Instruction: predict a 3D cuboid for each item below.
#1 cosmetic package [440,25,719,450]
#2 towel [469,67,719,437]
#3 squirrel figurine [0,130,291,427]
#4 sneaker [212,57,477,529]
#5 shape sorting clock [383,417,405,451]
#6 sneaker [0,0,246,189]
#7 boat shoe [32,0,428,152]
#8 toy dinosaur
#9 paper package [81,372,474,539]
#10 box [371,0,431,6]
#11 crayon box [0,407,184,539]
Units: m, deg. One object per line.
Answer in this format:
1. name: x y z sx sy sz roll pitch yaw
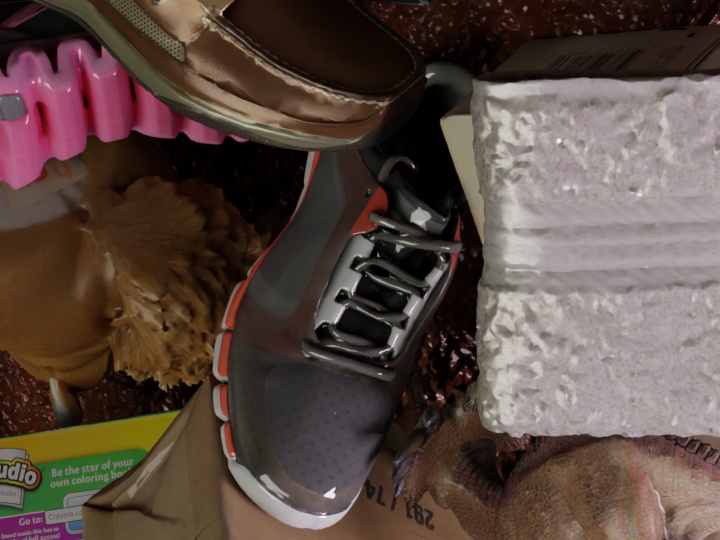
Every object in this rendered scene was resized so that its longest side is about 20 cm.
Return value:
1. cosmetic package: 0.117 0.011 0.928 0.103 0.073 0.201 -1 119 41
2. towel: 0.138 -0.005 0.831 0.198 0.034 0.134 -1 102 1
3. squirrel figurine: -0.116 0.008 1.061 0.199 0.142 0.187 19 155 12
4. sneaker: 0.000 0.000 0.924 0.077 0.201 0.082 21 157 -19
5. shape sorting clock: 0.017 0.166 1.134 0.199 0.039 0.202 9 104 38
6. sneaker: -0.103 -0.097 0.976 0.079 0.199 0.096 93 158 -46
7. boat shoe: -0.065 -0.115 0.872 0.199 0.076 0.074 30 134 16
8. toy dinosaur: 0.085 0.085 0.899 0.199 0.086 0.136 -22 88 38
9. paper package: -0.003 0.166 0.961 0.199 0.191 0.103 23 128 -30
10. box: -0.051 -0.187 0.914 0.199 0.079 0.142 10 126 34
11. crayon box: -0.116 0.132 1.108 0.199 0.058 0.120 -9 80 15
